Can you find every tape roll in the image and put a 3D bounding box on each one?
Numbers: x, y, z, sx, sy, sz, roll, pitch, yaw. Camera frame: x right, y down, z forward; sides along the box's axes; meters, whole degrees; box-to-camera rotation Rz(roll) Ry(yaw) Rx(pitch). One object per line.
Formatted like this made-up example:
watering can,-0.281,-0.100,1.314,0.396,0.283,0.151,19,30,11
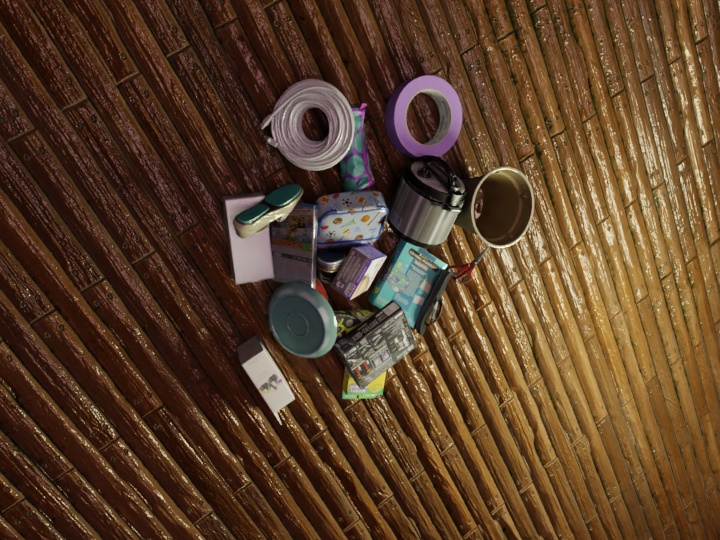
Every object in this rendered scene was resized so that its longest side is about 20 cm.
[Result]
tape roll,0.164,-0.395,1.355,0.195,0.065,0.205,-5,103,-21

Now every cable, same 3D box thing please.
cable,-0.109,-0.337,1.217,0.199,0.069,0.200,42,108,-5

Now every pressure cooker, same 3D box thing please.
pressure cooker,0.173,-0.180,1.315,0.173,0.179,0.203,26,123,6

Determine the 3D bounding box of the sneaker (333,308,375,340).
sneaker,-0.024,0.139,1.381,0.197,0.076,0.077,13,108,-36

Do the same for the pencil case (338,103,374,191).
pencil case,-0.014,-0.301,1.291,0.085,0.091,0.205,-30,115,-54

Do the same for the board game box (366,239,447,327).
board game box,0.130,0.033,1.447,0.149,0.047,0.203,30,90,-25

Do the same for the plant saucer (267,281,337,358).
plant saucer,-0.150,0.128,1.277,0.027,0.196,0.205,-39,134,-57

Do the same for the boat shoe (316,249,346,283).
boat shoe,-0.070,-0.005,1.281,0.070,0.200,0.074,12,97,5

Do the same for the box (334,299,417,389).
box,0.045,0.197,1.374,0.198,0.050,0.159,-36,131,-12

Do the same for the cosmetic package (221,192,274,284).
cosmetic package,-0.270,-0.079,1.255,0.099,0.074,0.205,-8,106,-20

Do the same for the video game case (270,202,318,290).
video game case,-0.163,-0.064,1.270,0.018,0.141,0.205,-13,110,-52

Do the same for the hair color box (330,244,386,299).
hair color box,0.000,0.000,1.300,0.064,0.200,0.111,32,101,10

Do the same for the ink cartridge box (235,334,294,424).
ink cartridge box,-0.233,0.277,1.326,0.067,0.115,0.203,-31,112,-11

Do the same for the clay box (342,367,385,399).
clay box,0.015,0.269,1.456,0.112,0.047,0.205,3,100,-21

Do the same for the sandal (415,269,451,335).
sandal,0.208,0.097,1.460,0.042,0.076,0.204,29,109,19

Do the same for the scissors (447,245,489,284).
scissors,0.316,-0.014,1.445,0.073,0.199,0.014,40,55,-10

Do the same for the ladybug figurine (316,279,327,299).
ladybug figurine,-0.143,0.112,1.346,0.133,0.072,0.205,2,101,-21

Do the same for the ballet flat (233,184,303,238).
ballet flat,-0.209,-0.133,1.200,0.199,0.069,0.071,-35,114,-35

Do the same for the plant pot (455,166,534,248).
plant pot,0.327,-0.175,1.400,0.196,0.183,0.206,-5,102,-23

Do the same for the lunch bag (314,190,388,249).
lunch bag,-0.028,-0.120,1.301,0.195,0.077,0.162,-5,145,-23
